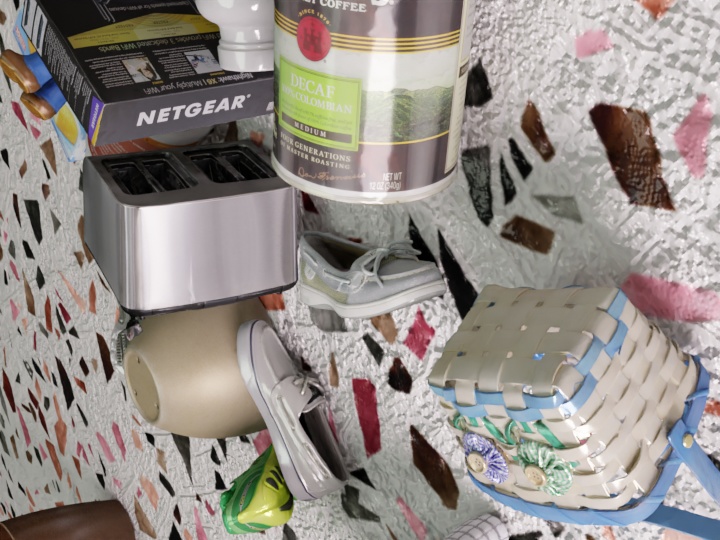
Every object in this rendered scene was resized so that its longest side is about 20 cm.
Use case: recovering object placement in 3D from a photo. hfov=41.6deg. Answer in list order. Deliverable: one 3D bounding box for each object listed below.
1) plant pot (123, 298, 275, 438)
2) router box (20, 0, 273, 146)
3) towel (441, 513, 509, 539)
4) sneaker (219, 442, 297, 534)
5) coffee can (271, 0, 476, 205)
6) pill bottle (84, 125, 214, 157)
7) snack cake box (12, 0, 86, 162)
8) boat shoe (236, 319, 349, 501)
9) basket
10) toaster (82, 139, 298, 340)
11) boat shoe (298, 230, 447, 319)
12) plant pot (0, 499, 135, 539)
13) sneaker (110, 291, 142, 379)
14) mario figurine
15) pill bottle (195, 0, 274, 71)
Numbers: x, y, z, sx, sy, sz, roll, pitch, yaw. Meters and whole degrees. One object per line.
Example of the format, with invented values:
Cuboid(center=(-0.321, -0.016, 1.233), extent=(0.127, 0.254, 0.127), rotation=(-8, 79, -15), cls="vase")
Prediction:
Cuboid(center=(-0.195, 0.113, 1.100), extent=(0.199, 0.133, 0.203), rotation=(29, 129, 43), cls="plant pot")
Cuboid(center=(-0.186, -0.203, 0.876), extent=(0.158, 0.198, 0.052), rotation=(54, 139, 22), cls="router box")
Cuboid(center=(0.048, 0.315, 0.837), extent=(0.086, 0.165, 0.201), rotation=(50, 141, 16), cls="towel")
Cuboid(center=(-0.114, 0.240, 1.043), extent=(0.200, 0.083, 0.075), rotation=(51, -163, -87), cls="sneaker")
Cuboid(center=(0.009, -0.169, 0.670), extent=(0.146, 0.145, 0.202), rotation=(34, 132, 41), cls="coffee can")
Cuboid(center=(-0.240, -0.156, 1.050), extent=(0.199, 0.111, 0.113), rotation=(-31, 81, 55), cls="pill bottle")
Cuboid(center=(-0.373, -0.259, 1.224), extent=(0.115, 0.067, 0.202), rotation=(-37, 76, 55), cls="snack cake box")
Cuboid(center=(-0.069, 0.142, 1.001), extent=(0.065, 0.072, 0.202), rotation=(-23, 81, 27), cls="boat shoe")
Cuboid(center=(0.149, 0.107, 0.634), extent=(0.200, 0.140, 0.175), rotation=(45, 154, -25), cls="basket")
Cuboid(center=(-0.165, -0.043, 0.914), extent=(0.200, 0.179, 0.120), rotation=(43, 136, 52), cls="toaster")
Cuboid(center=(0.001, 0.000, 0.830), extent=(0.201, 0.074, 0.066), rotation=(8, 112, 62), cls="boat shoe")
Cuboid(center=(-0.500, 0.482, 1.642), extent=(0.186, 0.198, 0.189), rotation=(28, 128, 43), cls="plant pot")
Cuboid(center=(-0.266, 0.039, 1.213), extent=(0.077, 0.099, 0.203), rotation=(7, 88, 23), cls="sneaker")
Cuboid(center=(-0.287, -0.251, 1.000), extent=(0.106, 0.200, 0.123), rotation=(49, 159, -5), cls="mario figurine")
Cuboid(center=(-0.093, -0.275, 0.796), extent=(0.104, 0.103, 0.203), rotation=(22, 123, 47), cls="pill bottle")
